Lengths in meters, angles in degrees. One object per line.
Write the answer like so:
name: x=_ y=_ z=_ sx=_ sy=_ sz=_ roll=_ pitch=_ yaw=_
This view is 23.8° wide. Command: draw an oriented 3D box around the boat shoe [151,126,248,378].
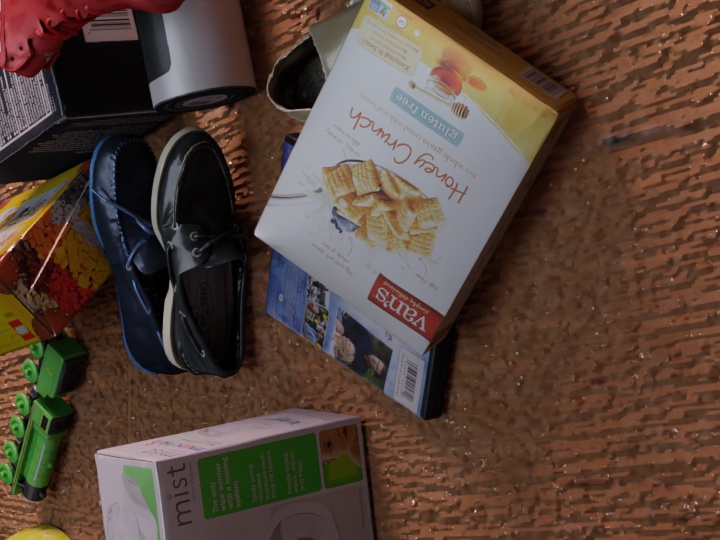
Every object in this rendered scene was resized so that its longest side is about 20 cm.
boat shoe: x=-0.115 y=-0.008 z=1.306 sx=0.066 sy=0.074 sz=0.200 roll=25 pitch=117 yaw=45

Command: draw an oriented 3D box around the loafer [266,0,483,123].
loafer: x=0.006 y=-0.141 z=1.121 sx=0.200 sy=0.068 sz=0.076 roll=-34 pitch=70 yaw=51

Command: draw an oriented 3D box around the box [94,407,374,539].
box: x=-0.085 y=0.213 z=1.227 sx=0.097 sy=0.176 sz=0.201 roll=-1 pitch=95 yaw=53

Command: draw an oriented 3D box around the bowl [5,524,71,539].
bowl: x=-0.335 y=0.354 z=1.646 sx=0.200 sy=0.107 sz=0.201 roll=16 pitch=110 yaw=51

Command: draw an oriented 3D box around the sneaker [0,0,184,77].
sneaker: x=-0.202 y=-0.188 z=1.245 sx=0.200 sy=0.078 sz=0.116 roll=28 pitch=113 yaw=40

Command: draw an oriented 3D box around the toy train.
toy train: x=-0.299 y=0.139 z=1.612 sx=0.056 sy=0.042 sz=0.201 roll=40 pitch=128 yaw=28

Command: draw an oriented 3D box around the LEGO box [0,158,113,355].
LEGO box: x=-0.283 y=-0.005 z=1.457 sx=0.077 sy=0.149 sz=0.200 roll=49 pitch=147 yaw=-17

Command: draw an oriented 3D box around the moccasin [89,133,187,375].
moccasin: x=-0.161 y=-0.014 z=1.378 sx=0.068 sy=0.080 sz=0.201 roll=8 pitch=117 yaw=47

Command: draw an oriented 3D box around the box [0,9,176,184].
box: x=-0.259 y=-0.194 z=1.416 sx=0.198 sy=0.123 sz=0.201 roll=-21 pitch=80 yaw=51

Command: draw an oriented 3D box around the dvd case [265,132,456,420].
dvd case: x=0.000 y=0.000 z=1.201 sx=0.200 sy=0.017 sz=0.143 roll=32 pitch=121 yaw=47

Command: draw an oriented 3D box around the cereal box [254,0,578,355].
cereal box: x=0.030 y=-0.063 z=1.075 sx=0.144 sy=0.040 sz=0.200 roll=35 pitch=122 yaw=13

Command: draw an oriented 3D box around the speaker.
speaker: x=-0.134 y=-0.225 z=1.282 sx=0.081 sy=0.081 sz=0.201 roll=-15 pitch=85 yaw=53
